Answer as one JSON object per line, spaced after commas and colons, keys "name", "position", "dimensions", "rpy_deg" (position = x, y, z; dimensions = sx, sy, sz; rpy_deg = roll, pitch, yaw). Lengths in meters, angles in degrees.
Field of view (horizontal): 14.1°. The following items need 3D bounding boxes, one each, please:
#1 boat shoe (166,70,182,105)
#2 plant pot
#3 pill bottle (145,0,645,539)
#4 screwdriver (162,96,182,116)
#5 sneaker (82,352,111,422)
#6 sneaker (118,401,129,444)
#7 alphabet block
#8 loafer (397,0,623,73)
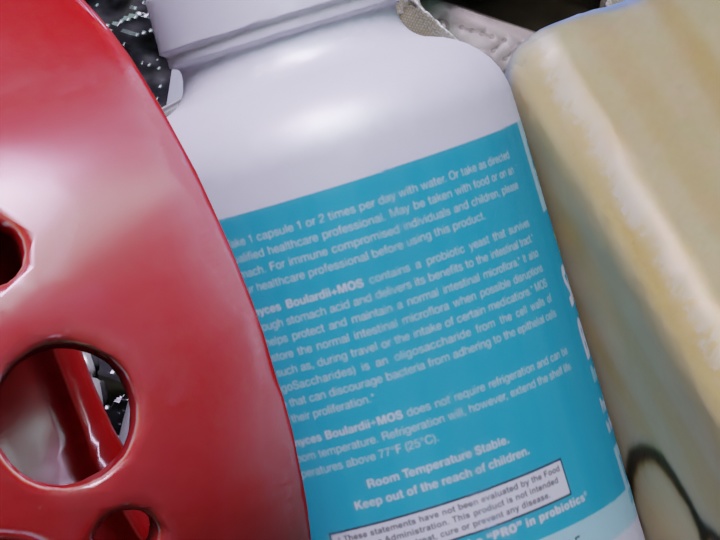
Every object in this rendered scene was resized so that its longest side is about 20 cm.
{"name": "boat shoe", "position": [-0.033, -0.112, 1.016], "dimensions": [0.072, 0.068, 0.200], "rpy_deg": [16, 53, -21]}
{"name": "plant pot", "position": [-0.134, 0.039, 0.747], "dimensions": [0.182, 0.201, 0.201], "rpy_deg": [-19, 55, -19]}
{"name": "pill bottle", "position": [0.003, 0.011, 0.799], "dimensions": [0.111, 0.111, 0.200], "rpy_deg": [-18, 95, -15]}
{"name": "screwdriver", "position": [-0.092, -0.030, 0.911], "dimensions": [0.200, 0.029, 0.028], "rpy_deg": [-28, 65, -24]}
{"name": "sneaker", "position": [-0.148, -0.001, 0.936], "dimensions": [0.089, 0.079, 0.200], "rpy_deg": [-15, 55, -16]}
{"name": "sneaker", "position": [0.000, 0.000, 0.892], "dimensions": [0.118, 0.201, 0.074], "rpy_deg": [14, 12, 5]}
{"name": "alphabet block", "position": [0.162, 0.036, 0.846], "dimensions": [0.196, 0.195, 0.200], "rpy_deg": [-18, 56, -13]}
{"name": "loafer", "position": [0.088, -0.060, 0.994], "dimensions": [0.200, 0.068, 0.076], "rpy_deg": [15, 53, 9]}
